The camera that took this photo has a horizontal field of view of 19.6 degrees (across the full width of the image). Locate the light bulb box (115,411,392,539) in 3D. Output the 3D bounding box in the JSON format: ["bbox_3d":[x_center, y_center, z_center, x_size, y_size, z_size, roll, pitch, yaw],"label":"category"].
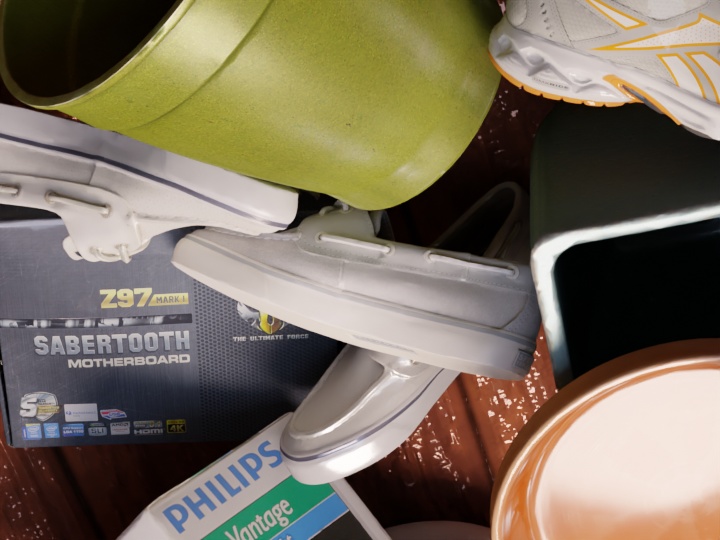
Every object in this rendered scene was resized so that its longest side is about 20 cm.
[{"bbox_3d":[-0.060,0.224,1.183,0.200,0.125,0.198,52,137,7],"label":"light bulb box"}]

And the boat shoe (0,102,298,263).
[{"bbox_3d":[-0.129,-0.037,1.074,0.199,0.071,0.070,15,93,14],"label":"boat shoe"}]

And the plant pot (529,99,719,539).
[{"bbox_3d":[0.185,-0.010,1.069,0.195,0.200,0.197,-11,125,5],"label":"plant pot"}]

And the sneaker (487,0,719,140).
[{"bbox_3d":[0.159,-0.114,0.948,0.199,0.076,0.092,13,117,11],"label":"sneaker"}]

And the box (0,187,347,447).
[{"bbox_3d":[-0.107,0.023,1.168,0.199,0.051,0.158,-2,124,-3],"label":"box"}]

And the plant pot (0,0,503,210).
[{"bbox_3d":[-0.038,-0.127,1.001,0.192,0.201,0.200,29,119,-34],"label":"plant pot"}]

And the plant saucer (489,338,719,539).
[{"bbox_3d":[0.161,0.114,1.013,0.199,0.032,0.201,-1,124,-2],"label":"plant saucer"}]

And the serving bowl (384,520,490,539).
[{"bbox_3d":[0.045,0.229,1.308,0.199,0.066,0.201,-2,125,-2],"label":"serving bowl"}]

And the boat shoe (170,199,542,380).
[{"bbox_3d":[0.000,0.000,1.076,0.199,0.069,0.072,14,171,23],"label":"boat shoe"}]

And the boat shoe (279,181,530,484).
[{"bbox_3d":[0.027,0.031,1.134,0.200,0.072,0.066,-39,123,-6],"label":"boat shoe"}]
